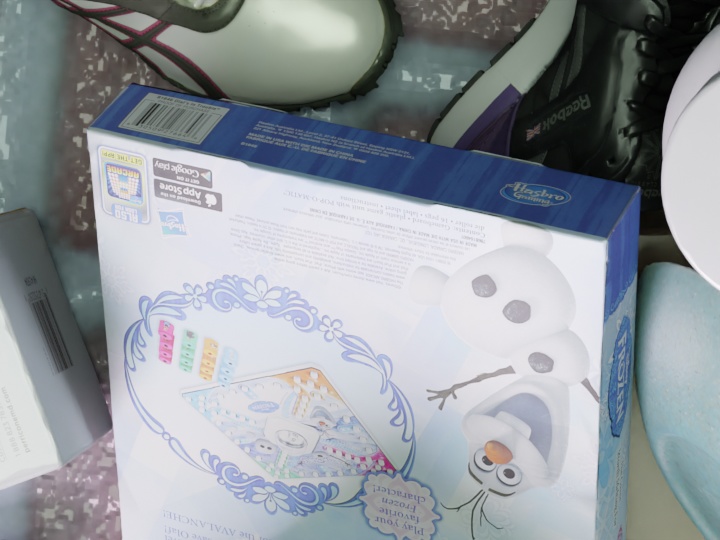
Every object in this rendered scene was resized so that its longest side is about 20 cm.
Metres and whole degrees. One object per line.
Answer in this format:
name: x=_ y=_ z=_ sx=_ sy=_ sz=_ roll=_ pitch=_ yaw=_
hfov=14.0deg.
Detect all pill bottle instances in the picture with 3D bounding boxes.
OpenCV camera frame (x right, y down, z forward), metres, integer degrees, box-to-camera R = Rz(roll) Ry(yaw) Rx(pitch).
pill bottle: x=0.167 y=-0.048 z=1.010 sx=0.111 sy=0.200 sz=0.113 roll=5 pitch=103 yaw=20

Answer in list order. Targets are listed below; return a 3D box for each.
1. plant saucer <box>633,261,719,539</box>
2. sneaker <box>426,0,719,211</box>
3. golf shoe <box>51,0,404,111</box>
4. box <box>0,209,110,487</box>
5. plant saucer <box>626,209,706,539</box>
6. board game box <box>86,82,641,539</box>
plant saucer: x=0.154 y=0.086 z=1.038 sx=0.039 sy=0.201 sz=0.201 roll=-40 pitch=90 yaw=-10
sneaker: x=0.105 y=-0.070 z=1.080 sx=0.200 sy=0.075 sz=0.088 roll=-55 pitch=45 yaw=38
golf shoe: x=-0.081 y=-0.115 z=1.129 sx=0.199 sy=0.088 sz=0.078 roll=21 pitch=93 yaw=1
box: x=-0.211 y=0.057 z=1.123 sx=0.199 sy=0.124 sz=0.098 roll=-21 pitch=92 yaw=5
plant saucer: x=0.118 y=0.069 z=1.156 sx=0.199 sy=0.029 sz=0.201 roll=0 pitch=95 yaw=4
board game box: x=0.001 y=0.041 z=1.082 sx=0.199 sy=0.043 sz=0.200 roll=13 pitch=126 yaw=19
